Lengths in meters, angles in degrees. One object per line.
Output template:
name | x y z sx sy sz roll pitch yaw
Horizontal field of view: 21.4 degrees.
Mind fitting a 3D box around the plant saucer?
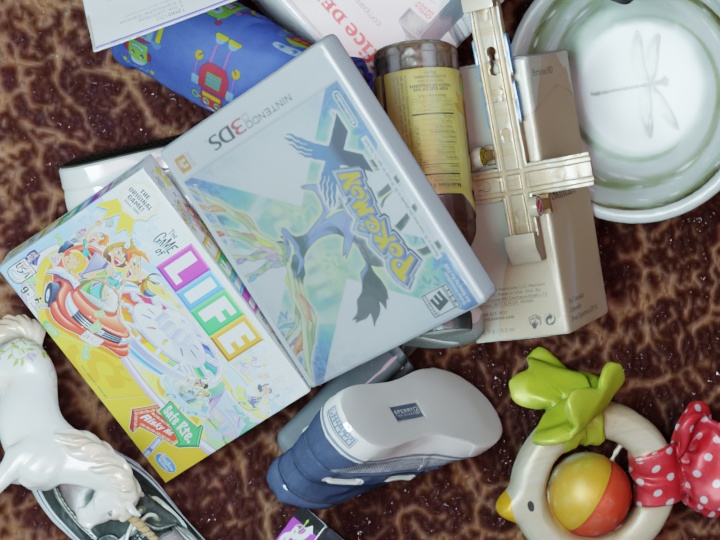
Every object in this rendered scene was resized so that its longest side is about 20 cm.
plant saucer | 0.208 -0.138 1.432 0.198 0.050 0.203 3 99 22

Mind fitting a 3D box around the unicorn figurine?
unicorn figurine | -0.233 0.118 1.331 0.136 0.074 0.202 -18 77 0

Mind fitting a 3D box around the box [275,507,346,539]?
box | -0.057 0.286 1.387 0.201 0.036 0.143 -52 135 -5

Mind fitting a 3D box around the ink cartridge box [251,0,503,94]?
ink cartridge box | 0.032 -0.229 1.402 0.200 0.085 0.146 -45 99 -5

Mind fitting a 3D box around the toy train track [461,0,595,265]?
toy train track | 0.097 -0.104 1.338 0.114 0.032 0.202 -9 94 27

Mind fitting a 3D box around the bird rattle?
bird rattle | 0.190 0.150 1.457 0.199 0.113 0.164 31 97 -23

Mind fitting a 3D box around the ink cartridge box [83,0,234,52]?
ink cartridge box | -0.101 -0.224 1.312 0.196 0.201 0.044 -20 131 0

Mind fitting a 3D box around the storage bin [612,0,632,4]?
storage bin | 0.160 -0.306 1.356 0.134 0.094 0.202 19 47 -33

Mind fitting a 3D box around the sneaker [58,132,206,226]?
sneaker | -0.113 -0.058 1.390 0.198 0.073 0.086 -13 101 -1

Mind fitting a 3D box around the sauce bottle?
sauce bottle | 0.047 -0.056 1.324 0.064 0.065 0.202 -4 84 -11

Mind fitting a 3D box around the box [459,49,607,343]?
box | 0.118 -0.056 1.406 0.077 0.095 0.202 -7 97 27

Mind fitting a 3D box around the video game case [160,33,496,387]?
video game case | -0.026 -0.034 1.290 0.201 0.182 0.022 57 43 -6

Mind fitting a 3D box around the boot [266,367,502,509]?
boot | 0.017 0.126 1.397 0.090 0.199 0.073 -42 63 29

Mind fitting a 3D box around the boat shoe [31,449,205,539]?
boat shoe | -0.154 0.192 1.382 0.199 0.071 0.072 38 84 -10

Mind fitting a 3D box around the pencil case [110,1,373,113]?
pencil case | -0.080 -0.146 1.343 0.199 0.079 0.087 27 43 23

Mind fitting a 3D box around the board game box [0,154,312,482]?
board game box | -0.144 0.036 1.362 0.134 0.034 0.201 -33 105 16

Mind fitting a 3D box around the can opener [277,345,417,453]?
can opener | 0.006 0.059 1.430 0.200 0.053 0.067 -45 67 -7

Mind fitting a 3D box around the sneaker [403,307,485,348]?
sneaker | 0.000 0.000 1.383 0.198 0.071 0.081 17 72 12
